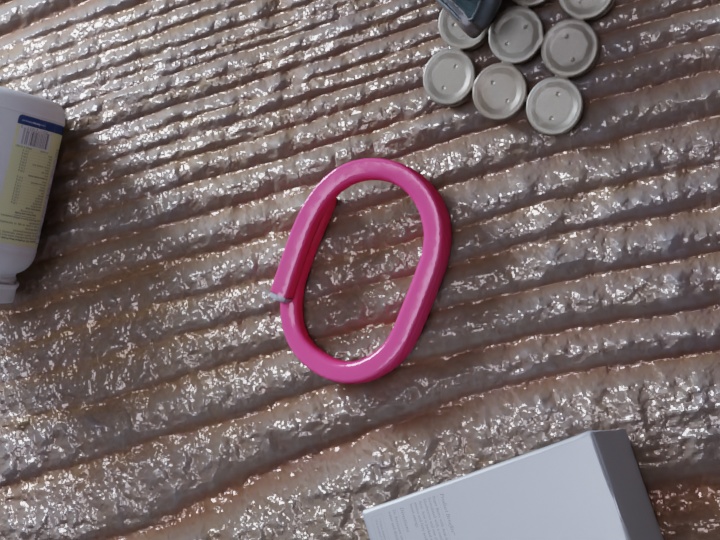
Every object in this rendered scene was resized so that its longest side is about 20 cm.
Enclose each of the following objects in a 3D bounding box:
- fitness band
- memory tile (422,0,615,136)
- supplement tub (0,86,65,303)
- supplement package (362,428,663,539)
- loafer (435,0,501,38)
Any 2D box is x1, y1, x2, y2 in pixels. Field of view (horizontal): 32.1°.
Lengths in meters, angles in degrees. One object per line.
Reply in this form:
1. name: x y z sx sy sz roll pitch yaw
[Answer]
1. fitness band: 0.000 0.000 1.104 0.143 0.037 0.202 24 97 23
2. memory tile: 0.141 -0.225 1.069 0.152 0.017 0.202 18 94 24
3. supplement tub: -0.377 -0.080 1.219 0.144 0.145 0.202 14 92 24
4. supplement package: 0.125 0.213 0.986 0.199 0.120 0.122 -22 76 21
5. loafer: 0.041 -0.265 1.080 0.199 0.072 0.063 35 110 33
